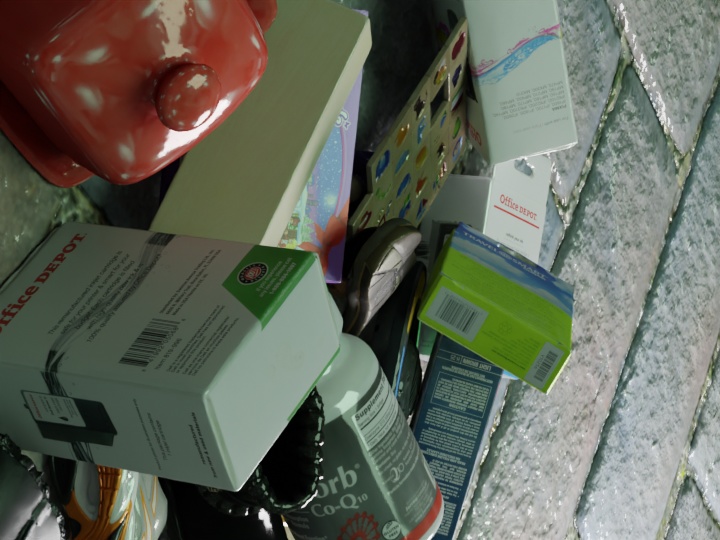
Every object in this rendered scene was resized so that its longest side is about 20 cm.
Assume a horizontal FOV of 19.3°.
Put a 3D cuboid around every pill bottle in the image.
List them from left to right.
[{"bbox_3d":[-0.025,0.118,1.553,0.116,0.115,0.201,-51,124,-44],"label":"pill bottle"}]

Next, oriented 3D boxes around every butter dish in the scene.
[{"bbox_3d":[-0.135,-0.137,1.312,0.199,0.148,0.200,-39,137,-5],"label":"butter dish"}]

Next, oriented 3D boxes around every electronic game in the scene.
[{"bbox_3d":[0.029,0.091,1.713,0.200,0.041,0.202,10,90,-85],"label":"electronic game"}]

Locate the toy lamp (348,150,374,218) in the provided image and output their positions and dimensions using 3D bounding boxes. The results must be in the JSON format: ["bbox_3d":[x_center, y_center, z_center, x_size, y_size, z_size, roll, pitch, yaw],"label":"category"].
[{"bbox_3d":[-0.030,-0.054,1.642,0.200,0.058,0.059,-28,117,-56],"label":"toy lamp"}]

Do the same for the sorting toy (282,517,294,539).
[{"bbox_3d":[-0.056,0.109,1.641,0.186,0.036,0.201,-64,144,-32],"label":"sorting toy"}]

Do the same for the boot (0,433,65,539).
[{"bbox_3d":[-0.255,0.165,1.277,0.163,0.073,0.199,-55,145,-37],"label":"boot"}]

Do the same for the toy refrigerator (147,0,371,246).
[{"bbox_3d":[-0.067,-0.090,1.453,0.070,0.075,0.201,79,35,-78],"label":"toy refrigerator"}]

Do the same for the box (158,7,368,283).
[{"bbox_3d":[-0.071,-0.097,1.520,0.136,0.039,0.202,7,87,-25],"label":"box"}]

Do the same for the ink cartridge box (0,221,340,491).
[{"bbox_3d":[-0.135,0.050,1.341,0.147,0.198,0.084,-53,139,-41],"label":"ink cartridge box"}]

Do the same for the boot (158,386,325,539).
[{"bbox_3d":[-0.071,0.159,1.463,0.079,0.157,0.213,-33,107,-34],"label":"boot"}]

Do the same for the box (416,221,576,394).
[{"bbox_3d":[0.112,0.026,1.708,0.048,0.121,0.200,-60,-179,14],"label":"box"}]

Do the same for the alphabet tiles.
[{"bbox_3d":[0.039,-0.079,1.692,0.201,0.007,0.168,-58,161,-30],"label":"alphabet tiles"}]

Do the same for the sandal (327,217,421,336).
[{"bbox_3d":[0.000,0.000,1.585,0.082,0.054,0.200,-50,172,-13],"label":"sandal"}]

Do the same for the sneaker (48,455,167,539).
[{"bbox_3d":[-0.163,0.191,1.439,0.092,0.075,0.202,2,93,-64],"label":"sneaker"}]

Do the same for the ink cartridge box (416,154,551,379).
[{"bbox_3d":[0.104,-0.014,1.864,0.116,0.066,0.202,22,76,-58],"label":"ink cartridge box"}]

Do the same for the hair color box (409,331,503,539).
[{"bbox_3d":[0.067,0.145,1.748,0.100,0.060,0.202,-70,177,-81],"label":"hair color box"}]

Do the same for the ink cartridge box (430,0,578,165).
[{"bbox_3d":[0.112,-0.209,1.771,0.148,0.085,0.202,-119,-163,-65],"label":"ink cartridge box"}]
